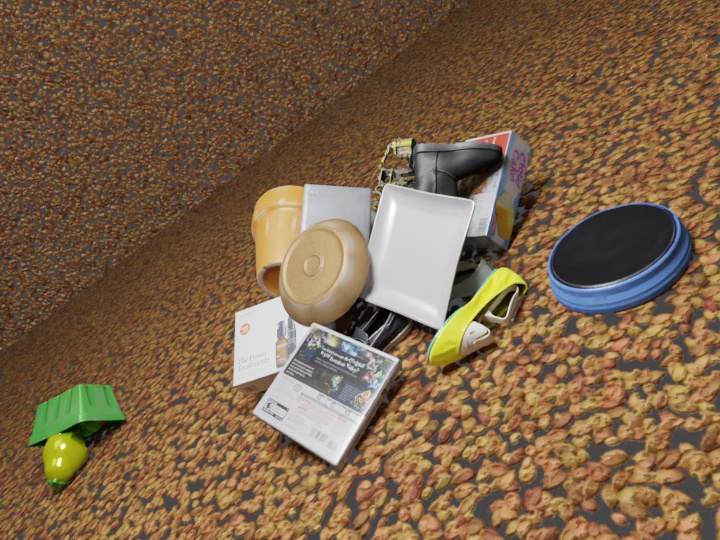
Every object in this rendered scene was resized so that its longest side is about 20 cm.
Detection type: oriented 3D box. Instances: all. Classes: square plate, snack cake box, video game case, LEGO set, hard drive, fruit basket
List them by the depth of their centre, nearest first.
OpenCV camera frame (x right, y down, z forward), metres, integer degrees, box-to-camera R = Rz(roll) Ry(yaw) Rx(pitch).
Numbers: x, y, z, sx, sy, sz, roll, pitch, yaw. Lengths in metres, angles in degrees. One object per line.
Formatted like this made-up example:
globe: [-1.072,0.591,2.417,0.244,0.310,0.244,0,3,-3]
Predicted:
video game case: [-0.054,0.188,0.956,0.196,0.024,0.184,16,63,40]
square plate: [0.090,-0.028,1.003,0.195,0.028,0.207,18,94,44]
snack cake box: [0.228,-0.141,1.110,0.113,0.066,0.206,-1,69,53]
hard drive: [-0.050,-0.064,1.169,0.134,0.033,0.207,3,69,-1]
LEGO set: [0.060,-0.158,1.222,0.112,0.153,0.207,0,73,25]
fruit basket: [-0.656,0.386,1.394,0.209,0.154,0.224,-6,76,27]

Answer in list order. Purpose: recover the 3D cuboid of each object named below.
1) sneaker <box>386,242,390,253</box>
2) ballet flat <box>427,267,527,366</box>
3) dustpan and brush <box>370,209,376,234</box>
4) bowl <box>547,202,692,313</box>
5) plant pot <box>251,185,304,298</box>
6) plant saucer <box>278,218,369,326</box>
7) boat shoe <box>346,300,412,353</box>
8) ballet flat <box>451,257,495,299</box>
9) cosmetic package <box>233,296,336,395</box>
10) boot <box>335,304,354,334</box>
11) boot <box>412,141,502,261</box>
sneaker: [0.090,-0.065,1.105,0.204,0.112,0.076,-64,26,6]
ballet flat: [0.180,0.073,0.903,0.066,0.068,0.200,26,61,39]
dustpan and brush: [-0.001,-0.033,1.276,0.057,0.138,0.205,-30,39,44]
bowl: [0.360,-0.024,0.860,0.197,0.040,0.202,-29,25,15]
plant pot: [-0.153,-0.046,1.334,0.196,0.200,0.188,-21,43,27]
plant saucer: [-0.076,-0.005,1.079,0.195,0.035,0.207,-14,63,28]
boat shoe: [0.005,0.129,1.029,0.199,0.063,0.074,-43,27,-11]
ballet flat: [0.141,0.021,1.036,0.196,0.070,0.070,-19,28,34]
cosmetic package: [-0.139,0.124,1.112,0.195,0.052,0.155,-20,52,17]
boot: [-0.101,0.095,1.184,0.197,0.071,0.147,2,56,43]
boot: [0.165,-0.112,1.047,0.159,0.066,0.208,0,78,11]
